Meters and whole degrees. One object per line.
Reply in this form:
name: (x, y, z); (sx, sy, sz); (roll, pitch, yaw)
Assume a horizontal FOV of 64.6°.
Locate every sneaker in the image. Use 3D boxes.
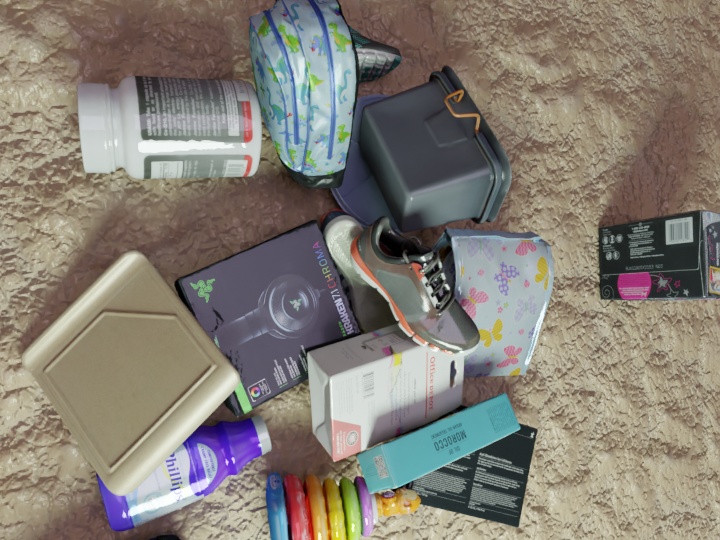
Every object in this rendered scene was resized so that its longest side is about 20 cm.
sneaker: (0.000, 0.000, 0.791); (0.074, 0.085, 0.203); (-26, 121, -6)
sneaker: (0.072, 0.018, 0.675); (0.199, 0.082, 0.077); (42, 47, 3)
sneaker: (-0.031, -0.322, 0.795); (0.195, 0.077, 0.094); (-3, 84, -25)

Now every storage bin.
storage bin: (0.086, -0.153, 0.742); (0.131, 0.147, 0.203); (-18, 64, -14)

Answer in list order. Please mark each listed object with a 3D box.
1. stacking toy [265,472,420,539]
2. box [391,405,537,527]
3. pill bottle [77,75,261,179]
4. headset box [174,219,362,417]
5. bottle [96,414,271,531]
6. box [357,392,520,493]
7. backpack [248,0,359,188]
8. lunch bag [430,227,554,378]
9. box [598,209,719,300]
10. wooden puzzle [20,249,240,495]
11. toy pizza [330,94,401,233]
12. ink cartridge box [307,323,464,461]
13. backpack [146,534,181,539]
stacking toy: (-0.017, 0.302, 0.714); (0.194, 0.116, 0.113); (-6, 91, -11)
box: (0.148, 0.271, 0.829); (0.196, 0.079, 0.145); (21, 80, -20)
pill bottle: (-0.224, -0.169, 0.676); (0.195, 0.113, 0.118); (-5, 88, -24)
headset box: (-0.120, 0.058, 0.717); (0.196, 0.092, 0.178); (-24, 95, -22)
bottle: (-0.205, 0.232, 0.683); (0.195, 0.065, 0.086); (-16, 91, -24)
box: (0.099, 0.215, 0.716); (0.196, 0.082, 0.050); (-13, 72, -29)
backpack: (-0.065, -0.221, 0.676); (0.150, 0.201, 0.167); (-5, 62, -27)
lunch bag: (0.168, 0.039, 0.804); (0.165, 0.128, 0.205); (-1, 117, -22)
box: (0.509, -0.018, 0.941); (0.112, 0.199, 0.136); (2, 86, -24)
wooden puzzle: (-0.256, 0.110, 0.638); (0.185, 0.037, 0.200); (-43, 80, -2)
toy pizza: (0.036, -0.154, 0.834); (0.195, 0.032, 0.207); (2, 84, -23)
ink cartridge box: (0.036, 0.139, 0.714); (0.195, 0.067, 0.120); (-13, 115, -27)
backpack: (-0.263, 0.414, 0.608); (0.195, 0.150, 0.182); (-18, 95, -19)
